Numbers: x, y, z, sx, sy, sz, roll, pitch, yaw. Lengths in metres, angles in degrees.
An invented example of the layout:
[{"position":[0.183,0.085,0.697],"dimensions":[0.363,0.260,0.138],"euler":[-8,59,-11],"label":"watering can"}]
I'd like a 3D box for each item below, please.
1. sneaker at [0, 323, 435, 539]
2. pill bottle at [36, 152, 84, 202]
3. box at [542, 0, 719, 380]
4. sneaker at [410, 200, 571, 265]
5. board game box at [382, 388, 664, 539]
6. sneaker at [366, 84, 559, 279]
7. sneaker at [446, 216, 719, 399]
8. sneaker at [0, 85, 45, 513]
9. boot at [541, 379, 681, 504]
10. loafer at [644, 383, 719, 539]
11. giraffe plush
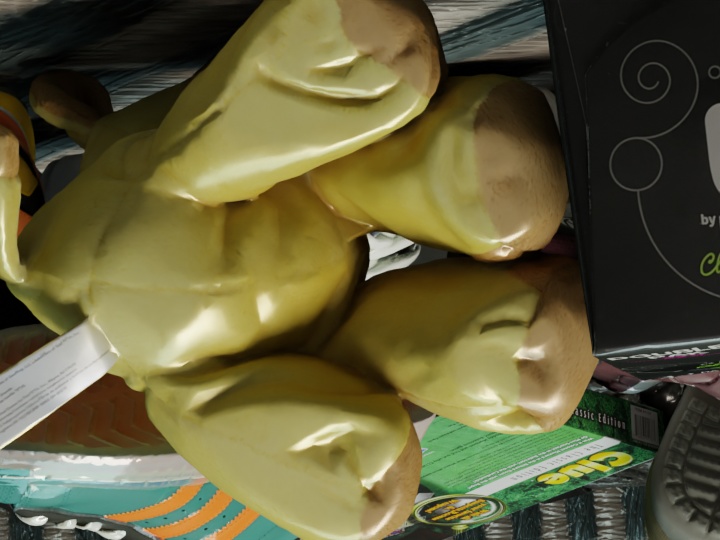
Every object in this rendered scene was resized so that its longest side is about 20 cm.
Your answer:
[{"position":[-0.066,0.068,0.914],"dimensions":[0.199,0.080,0.071],"euler":[2,-145,-36],"label":"sneaker"},{"position":[-0.178,0.013,1.075],"dimensions":[0.199,0.113,0.112],"euler":[-11,174,15],"label":"pill bottle"},{"position":[0.137,-0.038,0.799],"dimensions":[0.148,0.125,0.200],"euler":[-8,174,9],"label":"box"},{"position":[0.062,-0.041,1.148],"dimensions":[0.199,0.073,0.085],"euler":[-2,149,-11],"label":"sneaker"},{"position":[0.020,0.085,1.140],"dimensions":[0.104,0.024,0.200],"euler":[20,148,-36],"label":"board game box"},{"position":[0.000,0.000,1.066],"dimensions":[0.198,0.131,0.079],"euler":[-9,175,34],"label":"sneaker"},{"position":[0.079,0.002,1.040],"dimensions":[0.115,0.076,0.200],"euler":[12,177,-16],"label":"sneaker"},{"position":[-0.128,0.034,0.957],"dimensions":[0.069,0.090,0.201],"euler":[-10,134,-3],"label":"sneaker"},{"position":[0.036,0.048,1.183],"dimensions":[0.157,0.080,0.211],"euler":[-16,151,30],"label":"boot"},{"position":[0.160,0.048,1.110],"dimensions":[0.075,0.200,0.070],"euler":[31,142,8],"label":"loafer"},{"position":[-0.035,-0.013,0.864],"dimensions":[0.199,0.174,0.162],"euler":[-16,-164,2],"label":"giraffe plush"}]
